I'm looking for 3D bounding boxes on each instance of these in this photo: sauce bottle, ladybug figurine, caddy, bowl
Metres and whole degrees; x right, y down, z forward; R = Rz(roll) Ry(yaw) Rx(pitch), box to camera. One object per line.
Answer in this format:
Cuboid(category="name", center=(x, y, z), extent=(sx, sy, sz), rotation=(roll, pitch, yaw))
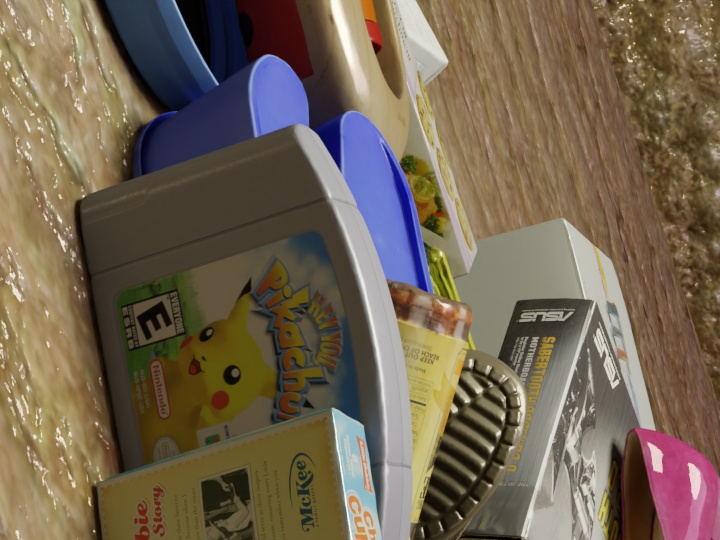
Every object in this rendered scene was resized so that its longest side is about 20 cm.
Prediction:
Cuboid(category="sauce bottle", center=(-0.004, 0.103, 1.015), extent=(0.066, 0.066, 0.202), rotation=(15, 92, -74))
Cuboid(category="ladybug figurine", center=(-0.026, -0.146, 1.238), extent=(0.136, 0.071, 0.202), rotation=(37, 40, -69))
Cuboid(category="caddy", center=(-0.045, -0.006, 1.119), extent=(0.141, 0.105, 0.201), rotation=(30, 37, -40))
Cuboid(category="bowl", center=(-0.101, -0.176, 1.208), extent=(0.201, 0.039, 0.202), rotation=(-15, 90, -76))

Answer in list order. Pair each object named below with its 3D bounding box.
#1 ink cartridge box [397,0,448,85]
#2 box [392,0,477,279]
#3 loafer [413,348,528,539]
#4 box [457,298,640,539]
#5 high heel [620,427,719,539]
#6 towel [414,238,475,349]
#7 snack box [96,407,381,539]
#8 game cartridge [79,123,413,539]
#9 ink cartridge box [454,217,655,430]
Cuboid(category="ink cartridge box", center=(-0.040, -0.211, 1.434), extent=(0.200, 0.047, 0.161), rotation=(28, 30, -49))
Cuboid(category="box", center=(0.022, -0.089, 1.358), extent=(0.041, 0.038, 0.201), rotation=(-66, 139, -66))
Cuboid(category="loafer", center=(0.005, 0.122, 1.079), extent=(0.076, 0.200, 0.067), rotation=(40, -6, 4))
Cuboid(category="box", center=(0.111, 0.139, 1.201), extent=(0.201, 0.048, 0.159), rotation=(66, 33, -41))
Cuboid(category="high heel", center=(0.147, 0.185, 1.175), extent=(0.096, 0.067, 0.201), rotation=(35, 68, -26))
Cuboid(category="towel", center=(0.000, 0.000, 1.245), extent=(0.200, 0.018, 0.087), rotation=(31, -35, 55))
Cuboid(category="snack box", center=(-0.041, 0.167, 0.910), extent=(0.037, 0.115, 0.202), rotation=(36, 40, -58))
Cuboid(category="game cartridge", center=(-0.047, 0.043, 0.989), extent=(0.040, 0.132, 0.202), rotation=(25, 51, -68))
Cuboid(category="ink cartridge box", center=(0.109, 0.063, 1.564), extent=(0.200, 0.144, 0.146), rotation=(29, 47, -72))
